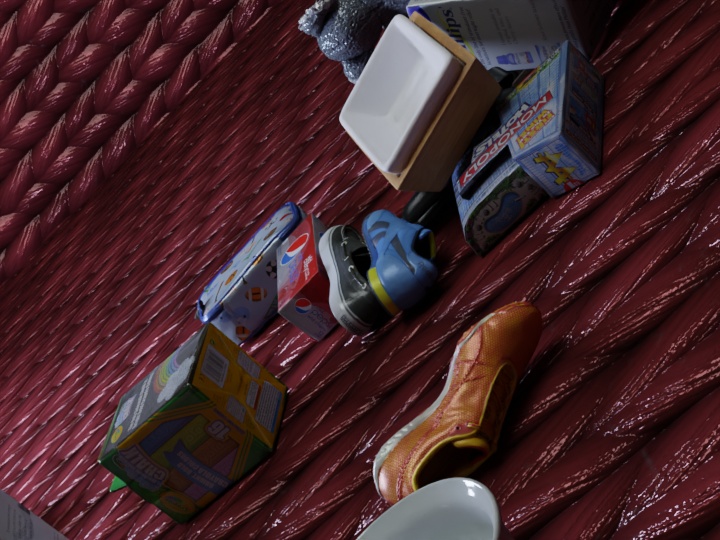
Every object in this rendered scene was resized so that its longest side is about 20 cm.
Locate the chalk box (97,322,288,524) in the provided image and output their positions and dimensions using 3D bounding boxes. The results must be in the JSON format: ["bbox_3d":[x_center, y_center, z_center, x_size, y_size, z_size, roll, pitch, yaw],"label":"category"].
[{"bbox_3d":[-0.194,0.180,1.633,0.200,0.124,0.125,-41,20,26],"label":"chalk box"}]

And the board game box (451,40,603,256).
[{"bbox_3d":[0.167,-0.117,1.497,0.200,0.062,0.200,-43,17,16],"label":"board game box"}]

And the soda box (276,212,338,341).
[{"bbox_3d":[-0.054,0.006,1.761,0.070,0.063,0.200,-45,18,13],"label":"soda box"}]

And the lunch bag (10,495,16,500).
[{"bbox_3d":[-0.521,0.391,2.031,0.200,0.082,0.176,-35,21,38],"label":"lunch bag"}]

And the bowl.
[{"bbox_3d":[0.045,0.241,0.977,0.201,0.090,0.201,-43,19,18],"label":"bowl"}]

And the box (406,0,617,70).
[{"bbox_3d":[0.184,-0.323,1.711,0.200,0.105,0.184,0,45,33],"label":"box"}]

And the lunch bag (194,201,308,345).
[{"bbox_3d":[-0.132,0.005,1.940,0.200,0.076,0.160,-46,15,5],"label":"lunch bag"}]

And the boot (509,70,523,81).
[{"bbox_3d":[0.129,-0.258,1.851,0.211,0.079,0.158,-24,35,32],"label":"boot"}]

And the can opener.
[{"bbox_3d":[0.119,-0.124,1.641,0.200,0.063,0.079,-56,43,9],"label":"can opener"}]

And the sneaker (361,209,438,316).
[{"bbox_3d":[0.049,-0.022,1.585,0.078,0.066,0.200,-35,21,12],"label":"sneaker"}]

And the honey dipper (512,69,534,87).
[{"bbox_3d":[0.173,-0.202,1.716,0.200,0.038,0.038,-49,17,-14],"label":"honey dipper"}]

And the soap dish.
[{"bbox_3d":[0.063,-0.180,1.615,0.158,0.081,0.200,-60,26,13],"label":"soap dish"}]

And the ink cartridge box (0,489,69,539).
[{"bbox_3d":[-0.388,0.323,1.658,0.083,0.200,0.147,-48,17,2],"label":"ink cartridge box"}]

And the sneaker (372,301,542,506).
[{"bbox_3d":[0.094,0.114,1.203,0.077,0.073,0.200,22,74,48],"label":"sneaker"}]

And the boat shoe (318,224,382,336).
[{"bbox_3d":[0.000,0.000,1.647,0.057,0.069,0.200,-45,25,19],"label":"boat shoe"}]

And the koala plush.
[{"bbox_3d":[0.005,-0.407,2.340,0.200,0.177,0.184,-48,27,-11],"label":"koala plush"}]
